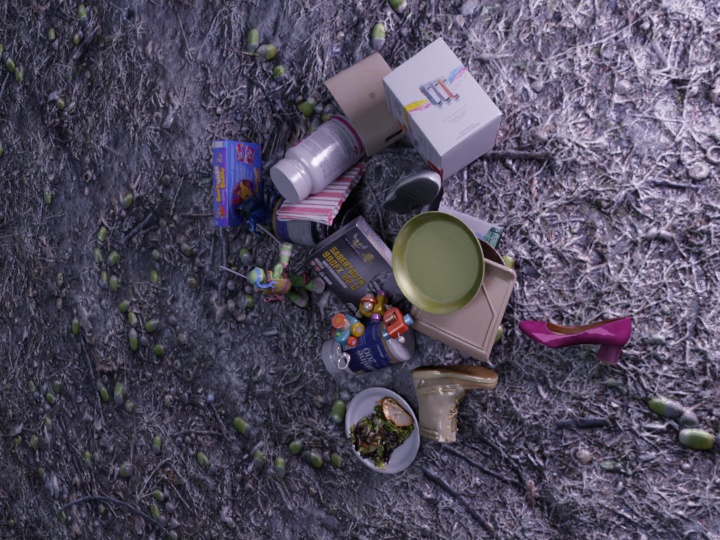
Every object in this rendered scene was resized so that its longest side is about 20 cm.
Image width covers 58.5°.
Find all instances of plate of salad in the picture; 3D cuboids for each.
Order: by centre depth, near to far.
[{"bbox_3d":[0.044,0.370,1.477,0.197,0.048,0.204,4,97,30],"label":"plate of salad"}]

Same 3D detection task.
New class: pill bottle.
[{"bbox_3d":[-0.093,-0.241,1.400,0.113,0.200,0.114,39,156,21],"label":"pill bottle"},{"bbox_3d":[0.014,0.170,1.438,0.198,0.110,0.113,-21,84,31],"label":"pill bottle"},{"bbox_3d":[-0.104,-0.111,1.481,0.197,0.111,0.114,10,100,29],"label":"pill bottle"}]

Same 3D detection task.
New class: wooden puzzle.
[{"bbox_3d":[0.201,0.058,1.285,0.183,0.037,0.203,24,111,26],"label":"wooden puzzle"}]

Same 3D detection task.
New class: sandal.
[{"bbox_3d":[0.123,-0.090,1.372,0.045,0.075,0.203,22,98,24],"label":"sandal"}]

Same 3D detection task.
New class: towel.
[{"bbox_3d":[-0.085,-0.178,1.440,0.144,0.201,0.030,7,138,30],"label":"towel"}]

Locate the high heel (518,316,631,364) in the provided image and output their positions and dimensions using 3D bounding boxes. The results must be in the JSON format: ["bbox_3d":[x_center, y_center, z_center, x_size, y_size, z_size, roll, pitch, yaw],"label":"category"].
[{"bbox_3d":[0.405,0.103,1.221,0.197,0.067,0.098,15,113,14],"label":"high heel"}]

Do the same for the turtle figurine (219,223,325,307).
[{"bbox_3d":[-0.189,-0.002,1.508,0.199,0.193,0.145,35,98,48],"label":"turtle figurine"}]

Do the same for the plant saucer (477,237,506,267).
[{"bbox_3d":[0.212,0.027,1.310,0.198,0.034,0.204,3,97,29],"label":"plant saucer"}]

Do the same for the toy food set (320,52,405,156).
[{"bbox_3d":[0.022,-0.360,1.386,0.142,0.061,0.201,-31,75,-11],"label":"toy food set"}]

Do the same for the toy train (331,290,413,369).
[{"bbox_3d":[0.010,0.115,1.353,0.199,0.056,0.151,-32,42,20],"label":"toy train"}]

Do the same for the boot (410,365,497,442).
[{"bbox_3d":[0.201,0.283,1.358,0.198,0.072,0.158,-4,92,33],"label":"boot"}]

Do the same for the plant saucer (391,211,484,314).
[{"bbox_3d":[0.154,-0.016,1.260,0.197,0.031,0.203,7,104,31],"label":"plant saucer"}]

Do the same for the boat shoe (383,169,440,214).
[{"bbox_3d":[0.107,-0.171,1.322,0.074,0.202,0.066,24,74,-12],"label":"boat shoe"}]

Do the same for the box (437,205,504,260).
[{"bbox_3d":[0.203,-0.017,1.349,0.143,0.036,0.203,23,108,27],"label":"box"}]

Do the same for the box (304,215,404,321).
[{"bbox_3d":[0.000,0.000,1.411,0.157,0.049,0.200,-30,112,30],"label":"box"}]

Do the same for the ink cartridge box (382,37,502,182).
[{"bbox_3d":[0.156,-0.311,1.259,0.144,0.145,0.201,-34,76,-1],"label":"ink cartridge box"}]

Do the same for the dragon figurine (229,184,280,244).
[{"bbox_3d":[-0.255,-0.139,1.545,0.058,0.199,0.101,15,127,45],"label":"dragon figurine"}]

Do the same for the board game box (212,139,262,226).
[{"bbox_3d":[-0.298,-0.212,1.574,0.044,0.134,0.204,3,96,30],"label":"board game box"}]
